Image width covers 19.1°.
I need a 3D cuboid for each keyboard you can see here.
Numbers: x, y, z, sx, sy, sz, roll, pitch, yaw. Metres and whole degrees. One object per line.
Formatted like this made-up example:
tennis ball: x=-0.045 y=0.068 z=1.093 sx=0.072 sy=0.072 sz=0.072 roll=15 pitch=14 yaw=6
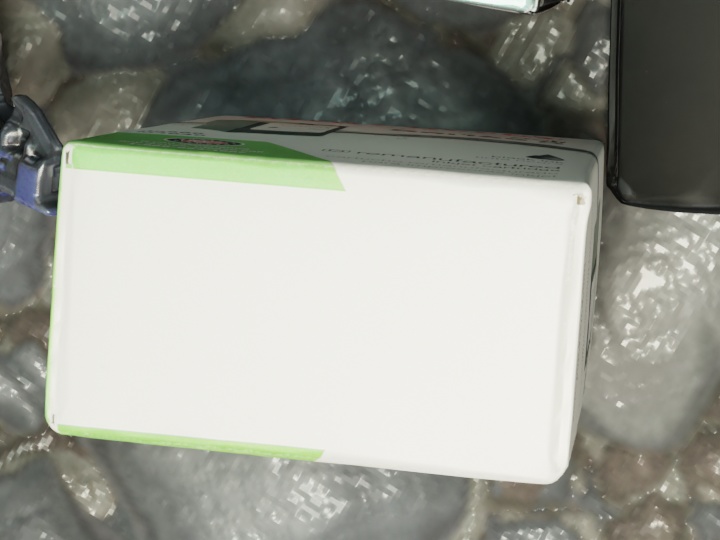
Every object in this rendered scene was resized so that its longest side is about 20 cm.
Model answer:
keyboard: x=0.138 y=-0.119 z=0.713 sx=0.103 sy=0.040 sz=0.202 roll=6 pitch=98 yaw=26

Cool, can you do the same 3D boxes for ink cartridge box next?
ink cartridge box: x=0.000 y=0.000 z=0.661 sx=0.144 sy=0.200 sz=0.085 roll=5 pitch=97 yaw=7

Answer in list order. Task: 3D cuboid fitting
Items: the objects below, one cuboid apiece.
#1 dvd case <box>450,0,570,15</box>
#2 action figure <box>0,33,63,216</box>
dvd case: x=-0.011 y=-0.099 z=0.647 sx=0.145 sy=0.200 sz=0.022 roll=10 pitch=100 yaw=7
action figure: x=-0.128 y=-0.086 z=0.714 sx=0.199 sy=0.104 sz=0.195 roll=32 pitch=110 yaw=33
